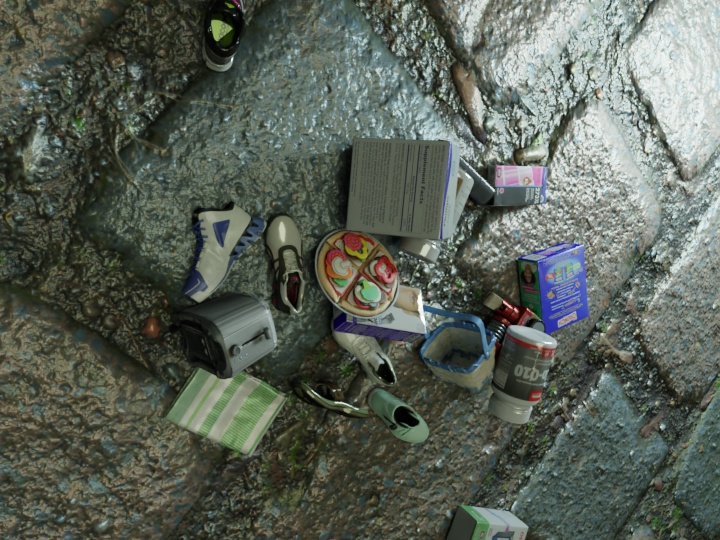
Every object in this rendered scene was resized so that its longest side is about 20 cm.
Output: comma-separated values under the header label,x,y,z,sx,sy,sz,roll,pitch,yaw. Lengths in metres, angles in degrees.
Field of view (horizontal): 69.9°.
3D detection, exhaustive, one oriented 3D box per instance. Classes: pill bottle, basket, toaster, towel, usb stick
label,x,y,z,sx,sy,sz,roll,pitch,yaw
pill bottle,0.367,0.239,1.185,0.113,0.114,0.202,7,102,-28
pill bottle,0.158,-0.124,1.124,0.114,0.114,0.202,24,87,-28
basket,0.215,0.167,1.176,0.139,0.175,0.201,-48,130,-28
toaster,-0.243,0.110,0.930,0.129,0.199,0.115,-25,111,-39
towel,-0.261,0.270,1.027,0.199,0.023,0.153,37,82,-27
usb stick,0.234,-0.223,1.187,0.199,0.033,0.055,36,111,-27

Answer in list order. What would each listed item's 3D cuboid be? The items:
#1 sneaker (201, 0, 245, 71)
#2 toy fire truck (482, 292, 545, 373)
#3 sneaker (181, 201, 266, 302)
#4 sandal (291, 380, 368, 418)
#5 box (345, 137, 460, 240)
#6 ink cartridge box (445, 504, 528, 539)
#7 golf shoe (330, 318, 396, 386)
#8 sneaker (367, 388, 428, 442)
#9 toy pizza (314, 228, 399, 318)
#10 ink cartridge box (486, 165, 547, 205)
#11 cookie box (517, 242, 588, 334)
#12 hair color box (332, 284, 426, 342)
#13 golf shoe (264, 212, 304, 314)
label,x,y,z,sx,sy,sz,roll,pitch,yaw
sneaker,-0.230,-0.452,0.885,0.073,0.087,0.202,5,96,-27
toy fire truck,0.338,0.143,1.268,0.199,0.129,0.177,38,81,-15
sneaker,-0.275,-0.049,0.942,0.115,0.080,0.200,42,72,-22
sandal,-0.064,0.270,1.107,0.200,0.079,0.058,30,68,-34
box,0.085,-0.163,1.026,0.105,0.198,0.186,-12,109,-67
ink cartridge box,0.333,0.721,1.372,0.199,0.087,0.147,21,88,-30
golf shoe,0.016,0.170,1.111,0.078,0.097,0.200,-44,113,-12
sneaker,0.109,0.354,1.177,0.200,0.118,0.074,43,77,-27
toy pizza,0.000,0.000,1.056,0.199,0.032,0.202,14,60,-26
ink cartridge box,0.399,-0.210,1.280,0.198,0.037,0.096,-5,101,-28
cookie box,0.507,0.047,1.353,0.170,0.075,0.202,-17,105,-24
hair color box,0.040,0.083,1.101,0.198,0.065,0.110,13,58,-30
golf shoe,-0.137,-0.012,1.008,0.076,0.088,0.202,-10,102,-23
